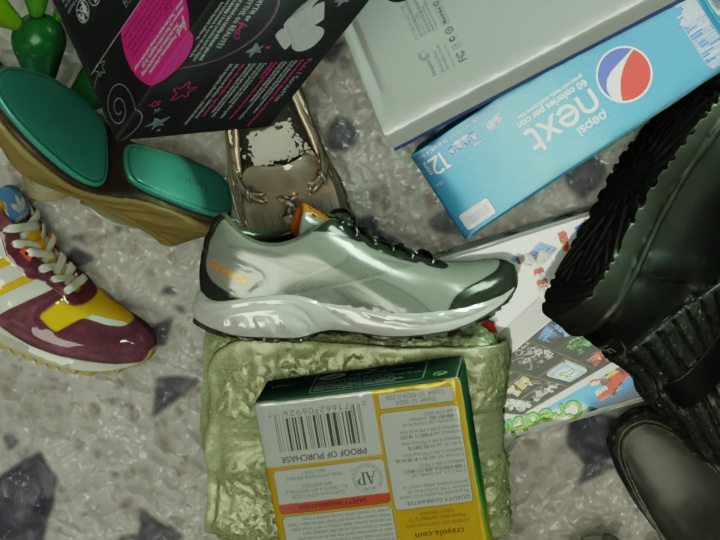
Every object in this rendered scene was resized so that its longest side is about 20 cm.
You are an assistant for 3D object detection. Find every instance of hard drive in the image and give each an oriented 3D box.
[{"bbox_3d":[0.086,-0.171,1.088,0.200,0.025,0.132,-27,56,9],"label":"hard drive"}]

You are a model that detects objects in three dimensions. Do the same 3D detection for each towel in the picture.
[{"bbox_3d":[-0.004,0.107,1.137,0.199,0.036,0.149,-1,101,7],"label":"towel"}]

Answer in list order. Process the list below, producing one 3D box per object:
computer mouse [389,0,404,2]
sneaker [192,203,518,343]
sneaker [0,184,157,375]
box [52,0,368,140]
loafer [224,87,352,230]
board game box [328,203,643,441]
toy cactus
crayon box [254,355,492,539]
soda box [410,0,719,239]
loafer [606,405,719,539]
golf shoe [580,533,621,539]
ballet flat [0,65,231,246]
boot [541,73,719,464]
[{"bbox_3d":[-0.009,-0.187,1.064,0.034,0.200,0.059,-40,116,-22],"label":"computer mouse"},{"bbox_3d":[0.000,0.000,1.081,0.199,0.074,0.080,0,99,-13],"label":"sneaker"},{"bbox_3d":[-0.218,-0.003,1.157,0.199,0.075,0.090,21,106,2],"label":"sneaker"},{"bbox_3d":[-0.072,-0.183,0.993,0.200,0.114,0.132,-46,62,42],"label":"box"},{"bbox_3d":[-0.055,-0.076,1.121,0.072,0.063,0.201,-16,87,4],"label":"loafer"},{"bbox_3d":[0.081,0.046,1.154,0.199,0.035,0.127,-17,97,9],"label":"board game box"},{"bbox_3d":[-0.204,-0.128,1.141,0.199,0.102,0.166,2,118,3],"label":"toy cactus"},{"bbox_3d":[0.016,0.160,1.102,0.125,0.052,0.201,-7,102,9],"label":"crayon box"},{"bbox_3d":[0.131,-0.103,1.109,0.200,0.068,0.064,-33,95,10],"label":"soda box"},{"bbox_3d":[0.232,0.169,1.139,0.073,0.072,0.200,-43,92,11],"label":"loafer"},{"bbox_3d":[0.083,0.230,1.165,0.097,0.078,0.200,43,100,4],"label":"golf shoe"},{"bbox_3d":[-0.165,-0.060,1.102,0.063,0.200,0.069,-27,51,33],"label":"ballet flat"},{"bbox_3d":[0.218,-0.005,1.106,0.158,0.079,0.211,37,78,-17],"label":"boot"}]
